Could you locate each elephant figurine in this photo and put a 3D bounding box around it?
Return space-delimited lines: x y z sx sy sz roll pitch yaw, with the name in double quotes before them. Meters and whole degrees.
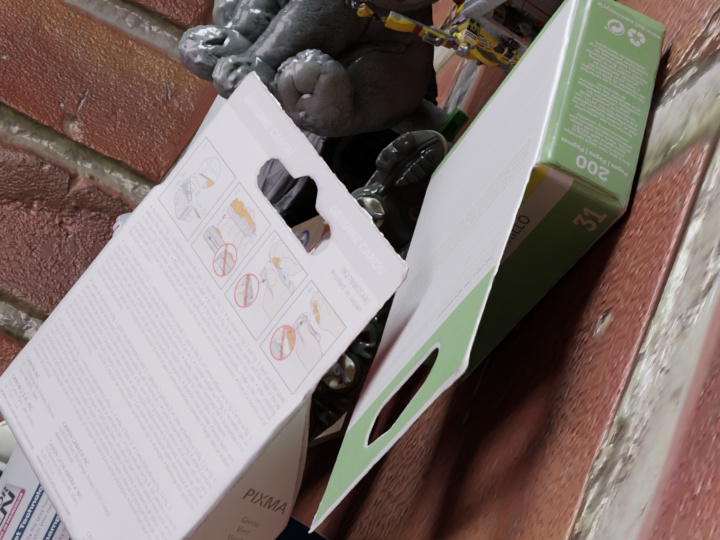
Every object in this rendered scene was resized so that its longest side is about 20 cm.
"elephant figurine" -0.003 -0.177 1.143 0.201 0.141 0.155 -69 -15 14

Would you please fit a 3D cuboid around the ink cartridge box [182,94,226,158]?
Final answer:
"ink cartridge box" -0.061 -0.041 1.367 0.200 0.116 0.067 -58 10 28

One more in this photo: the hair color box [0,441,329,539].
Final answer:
"hair color box" -0.111 0.146 1.040 0.200 0.060 0.100 8 67 49

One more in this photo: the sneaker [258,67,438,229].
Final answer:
"sneaker" -0.038 -0.061 1.272 0.200 0.076 0.091 -49 48 0

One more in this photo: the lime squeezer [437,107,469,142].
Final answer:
"lime squeezer" 0.000 0.000 1.172 0.200 0.038 0.071 -66 10 -24

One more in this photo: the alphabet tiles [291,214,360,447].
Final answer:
"alphabet tiles" -0.023 0.027 1.135 0.200 0.006 0.167 -23 38 49

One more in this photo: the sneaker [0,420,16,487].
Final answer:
"sneaker" -0.189 0.104 1.197 0.070 0.200 0.094 -20 63 15

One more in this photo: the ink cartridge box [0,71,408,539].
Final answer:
"ink cartridge box" -0.064 0.036 0.956 0.200 0.050 0.161 -49 47 12

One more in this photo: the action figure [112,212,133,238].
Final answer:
"action figure" -0.106 -0.004 1.677 0.149 0.134 0.200 -22 19 -12

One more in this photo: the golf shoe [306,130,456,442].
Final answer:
"golf shoe" -0.011 0.022 1.028 0.200 0.077 0.088 -43 -8 3

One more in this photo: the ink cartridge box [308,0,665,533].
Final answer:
"ink cartridge box" 0.052 0.003 0.860 0.146 0.048 0.200 -52 16 50

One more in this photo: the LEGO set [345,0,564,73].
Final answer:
"LEGO set" 0.030 -0.148 1.021 0.154 0.200 0.116 -15 46 49
